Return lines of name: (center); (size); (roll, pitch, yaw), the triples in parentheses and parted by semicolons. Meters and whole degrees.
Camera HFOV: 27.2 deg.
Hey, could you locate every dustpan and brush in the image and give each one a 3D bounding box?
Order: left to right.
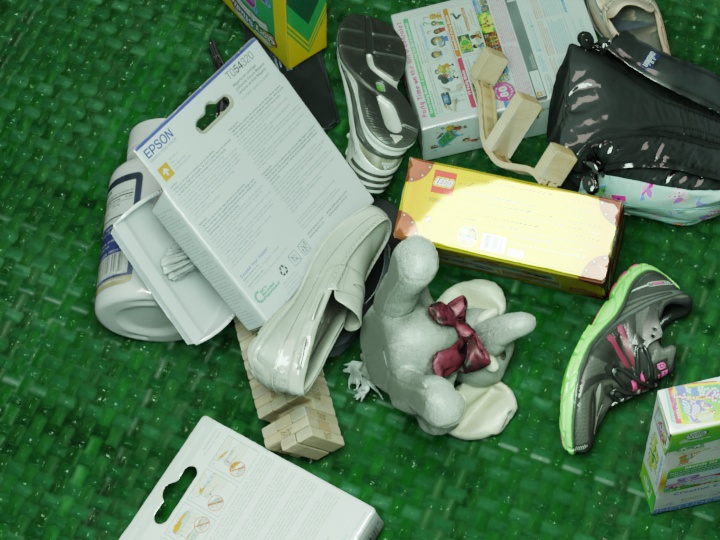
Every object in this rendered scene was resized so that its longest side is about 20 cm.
dustpan and brush: (-0.127, -0.042, 1.400); (0.140, 0.057, 0.200); (56, 41, -13)

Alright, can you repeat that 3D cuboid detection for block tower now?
block tower: (-0.075, 0.080, 1.408); (0.054, 0.058, 0.202); (-30, 59, 24)

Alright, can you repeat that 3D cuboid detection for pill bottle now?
pill bottle: (-0.195, -0.042, 1.458); (0.110, 0.111, 0.202); (0, 64, 6)

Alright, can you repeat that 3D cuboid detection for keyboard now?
keyboard: (-0.102, -0.218, 1.587); (0.126, 0.021, 0.202); (-12, 62, -7)

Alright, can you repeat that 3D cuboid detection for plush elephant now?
plush elephant: (0.087, 0.068, 1.361); (0.153, 0.200, 0.166); (-7, 75, -23)

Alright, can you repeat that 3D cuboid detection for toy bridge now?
toy bridge: (0.143, -0.137, 1.414); (0.027, 0.068, 0.201); (15, 30, -29)

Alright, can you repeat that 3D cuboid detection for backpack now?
backpack: (0.279, -0.124, 1.427); (0.198, 0.127, 0.169); (11, 74, -5)

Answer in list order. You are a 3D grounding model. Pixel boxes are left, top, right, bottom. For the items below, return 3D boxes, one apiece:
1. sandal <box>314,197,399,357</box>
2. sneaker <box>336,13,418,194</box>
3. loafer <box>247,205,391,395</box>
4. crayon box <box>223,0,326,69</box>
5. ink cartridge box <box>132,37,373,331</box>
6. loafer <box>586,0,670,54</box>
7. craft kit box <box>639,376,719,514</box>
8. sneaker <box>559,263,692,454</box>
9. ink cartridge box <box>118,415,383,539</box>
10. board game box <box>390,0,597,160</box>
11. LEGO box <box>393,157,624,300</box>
sandal: (0.000, 0.001, 1.429); (0.075, 0.043, 0.201); (22, 48, 4)
sneaker: (-0.001, -0.160, 1.500); (0.075, 0.116, 0.202); (7, 47, -18)
loafer: (-0.023, 0.029, 1.344); (0.069, 0.070, 0.201); (23, 68, 27)
crayon box: (-0.115, -0.333, 1.538); (0.058, 0.173, 0.200); (-35, 67, -18)
ink cartridge box: (-0.101, -0.081, 1.380); (0.201, 0.043, 0.197); (52, 50, -14)
loafer: (0.285, -0.249, 1.537); (0.071, 0.063, 0.202); (-15, 64, -1)
craft kit box: (0.344, 0.138, 1.267); (0.198, 0.198, 0.049); (-12, 64, -1)
sneaker: (0.244, 0.083, 1.372); (0.083, 0.077, 0.201); (25, 70, 21)
ink cartridge box: (-0.103, 0.247, 1.351); (0.199, 0.050, 0.163); (24, 69, 26)
board game box: (0.143, -0.210, 1.533); (0.198, 0.064, 0.149); (-12, 63, -2)
LEGO box: (0.142, -0.037, 1.392); (0.198, 0.149, 0.078); (13, 86, 11)
